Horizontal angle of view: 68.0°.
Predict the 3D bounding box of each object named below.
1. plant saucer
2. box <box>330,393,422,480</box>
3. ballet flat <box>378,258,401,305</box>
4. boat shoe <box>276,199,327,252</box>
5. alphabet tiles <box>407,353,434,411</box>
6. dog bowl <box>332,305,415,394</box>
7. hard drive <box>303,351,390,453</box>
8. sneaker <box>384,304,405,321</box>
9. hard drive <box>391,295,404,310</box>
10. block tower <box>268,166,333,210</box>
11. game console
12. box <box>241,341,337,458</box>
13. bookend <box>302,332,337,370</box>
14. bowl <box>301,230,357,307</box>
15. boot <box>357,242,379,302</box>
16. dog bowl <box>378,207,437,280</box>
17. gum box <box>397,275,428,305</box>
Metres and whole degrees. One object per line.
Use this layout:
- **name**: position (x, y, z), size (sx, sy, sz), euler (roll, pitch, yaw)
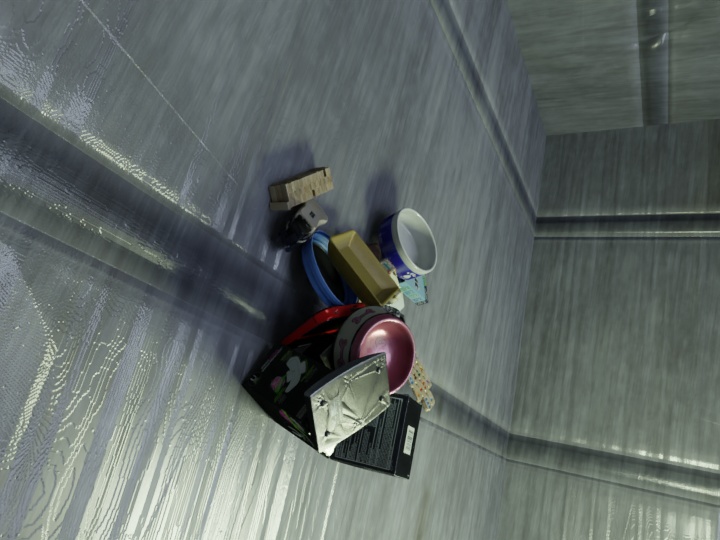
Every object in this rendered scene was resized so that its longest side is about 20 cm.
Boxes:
- **plant saucer**: position (0.000, 0.000, 1.320), size (0.201, 0.048, 0.200), euler (53, 19, 2)
- **box**: position (0.046, 0.435, 1.447), size (0.123, 0.194, 0.205), euler (45, 54, -54)
- **ballet flat**: position (0.087, 0.048, 1.549), size (0.076, 0.063, 0.202), euler (-44, 143, -15)
- **boat shoe**: position (-0.139, -0.105, 1.243), size (0.075, 0.092, 0.200), euler (49, 15, -5)
- **alphabet tiles**: position (0.156, 0.296, 1.522), size (0.204, 0.014, 0.195), euler (65, 16, 5)
- **dog bowl**: position (0.038, 0.182, 1.169), size (0.196, 0.073, 0.206), euler (-4, 96, -36)
- **hard drive**: position (-0.024, 0.249, 1.045), size (0.197, 0.042, 0.138), euler (-23, 115, -38)
- **sneaker**: position (0.069, 0.124, 1.522), size (0.199, 0.079, 0.076), euler (16, 79, -63)
- **hard drive**: position (0.075, 0.091, 1.646), size (0.199, 0.026, 0.135), euler (-34, 120, -53)
- **block tower**: position (-0.135, -0.195, 1.246), size (0.200, 0.053, 0.059), euler (-40, 124, -52)
- **game console**: position (-0.087, 0.131, 1.251), size (0.198, 0.175, 0.032), euler (-2, 63, -58)
- **box**: position (-0.124, 0.269, 1.130), size (0.125, 0.197, 0.150), euler (-48, 134, -25)
- **bookend**: position (-0.069, 0.231, 1.262), size (0.092, 0.198, 0.202), euler (-38, 113, -26)
- **bowl**: position (-0.075, 0.003, 1.296), size (0.202, 0.039, 0.203), euler (52, 23, -32)
- **boot**: position (0.012, 0.022, 1.489), size (0.165, 0.071, 0.206), euler (-5, 95, -58)
- **dog bowl**: position (0.143, -0.078, 1.600), size (0.198, 0.078, 0.205), euler (28, 51, -40)
- **gum box**: position (0.157, -0.003, 1.718), size (0.199, 0.044, 0.174), euler (37, 43, -54)
